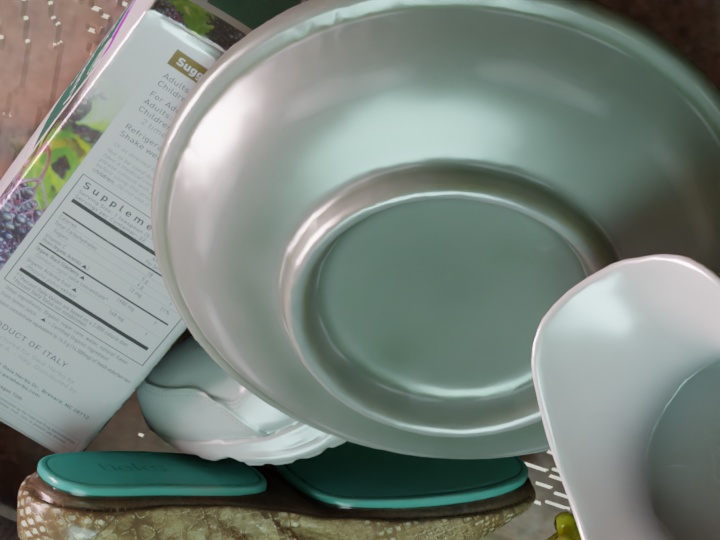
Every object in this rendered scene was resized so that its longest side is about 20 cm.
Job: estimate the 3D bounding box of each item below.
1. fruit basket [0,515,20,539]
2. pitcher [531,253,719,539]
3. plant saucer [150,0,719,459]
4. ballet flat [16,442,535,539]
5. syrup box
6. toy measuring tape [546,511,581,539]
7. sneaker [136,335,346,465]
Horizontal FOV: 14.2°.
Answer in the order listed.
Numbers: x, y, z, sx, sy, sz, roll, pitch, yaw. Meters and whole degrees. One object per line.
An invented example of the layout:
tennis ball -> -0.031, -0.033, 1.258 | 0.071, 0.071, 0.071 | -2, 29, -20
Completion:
fruit basket -> -0.211, 0.085, 1.086 | 0.200, 0.185, 0.094 | 29, 92, -2
pitcher -> 0.147, 0.091, 0.905 | 0.121, 0.172, 0.200 | -13, 164, 37
plant saucer -> 0.030, -0.001, 0.922 | 0.200, 0.050, 0.200 | 3, 131, 3
ballet flat -> -0.031, 0.099, 1.058 | 0.200, 0.071, 0.065 | 1, 107, -21
syrup box -> -0.076, -0.030, 1.005 | 0.081, 0.079, 0.200 | 33, 130, -9
toy measuring tape -> 0.156, 0.080, 1.035 | 0.200, 0.074, 0.074 | -15, 123, 16
sneaker -> 0.000, 0.000, 1.019 | 0.200, 0.078, 0.099 | -21, 113, 20
